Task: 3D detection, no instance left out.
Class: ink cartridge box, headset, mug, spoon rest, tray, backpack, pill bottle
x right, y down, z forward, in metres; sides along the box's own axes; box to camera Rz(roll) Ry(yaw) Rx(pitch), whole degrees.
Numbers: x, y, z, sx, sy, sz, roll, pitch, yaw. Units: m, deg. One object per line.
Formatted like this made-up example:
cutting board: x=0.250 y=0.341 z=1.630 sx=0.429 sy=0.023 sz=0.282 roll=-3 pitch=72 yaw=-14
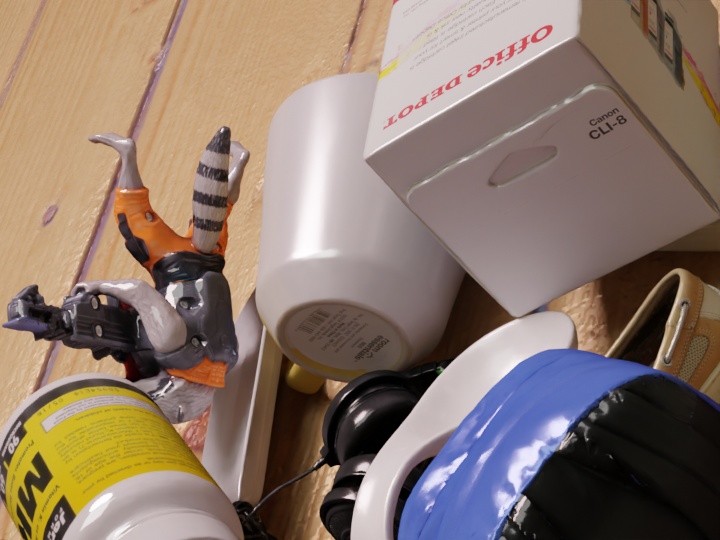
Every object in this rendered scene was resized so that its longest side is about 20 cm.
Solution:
ink cartridge box: x=0.108 y=-0.106 z=1.094 sx=0.145 sy=0.145 sz=0.200 roll=-28 pitch=31 yaw=30
headset: x=0.016 y=0.125 z=1.125 sx=0.200 sy=0.094 sz=0.124 roll=-18 pitch=39 yaw=16
mug: x=0.007 y=-0.004 z=1.198 sx=0.149 sy=0.187 sz=0.153 roll=-2 pitch=49 yaw=16
spoon rest: x=0.052 y=0.090 z=1.023 sx=0.099 sy=0.061 sz=0.200 roll=-15 pitch=33 yaw=47
tray: x=-0.077 y=0.097 z=1.257 sx=0.107 sy=0.022 sz=0.200 roll=125 pitch=159 yaw=-45
backpack: x=0.113 y=0.135 z=0.857 sx=0.163 sy=0.200 sz=0.168 roll=-56 pitch=25 yaw=-11
pill bottle: x=-0.135 y=0.149 z=1.121 sx=0.114 sy=0.114 sz=0.200 roll=-49 pitch=33 yaw=0

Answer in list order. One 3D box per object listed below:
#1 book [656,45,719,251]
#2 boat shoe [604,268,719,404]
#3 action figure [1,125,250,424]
book: x=0.231 y=-0.074 z=1.086 sx=0.200 sy=0.048 sz=0.134 roll=-2 pitch=52 yaw=51
boat shoe: x=0.123 y=0.086 z=1.011 sx=0.072 sy=0.076 sz=0.200 roll=20 pitch=74 yaw=54
action figure: x=-0.131 y=0.007 z=1.247 sx=0.104 sy=0.200 sz=0.194 roll=-6 pitch=85 yaw=34
